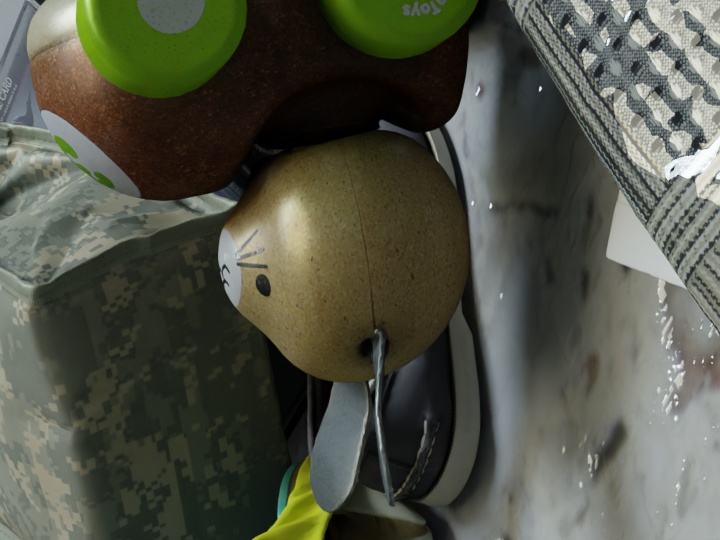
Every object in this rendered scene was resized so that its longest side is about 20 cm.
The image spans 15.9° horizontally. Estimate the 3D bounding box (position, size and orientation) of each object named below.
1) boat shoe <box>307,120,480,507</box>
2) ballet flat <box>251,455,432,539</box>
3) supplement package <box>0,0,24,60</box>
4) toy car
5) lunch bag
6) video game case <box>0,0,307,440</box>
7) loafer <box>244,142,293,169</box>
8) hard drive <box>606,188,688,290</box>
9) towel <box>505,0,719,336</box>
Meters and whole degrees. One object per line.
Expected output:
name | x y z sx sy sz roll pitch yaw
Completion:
boat shoe | 0.000 0.000 1.017 0.073 0.062 0.201 124 147 -45
ballet flat | -0.007 0.114 0.971 0.200 0.067 0.067 -39 -59 -74
supplement package | -0.155 -0.087 1.269 0.200 0.116 0.118 96 171 -60
toy car | -0.025 -0.013 0.902 0.164 0.157 0.201 156 103 -77
lunch bag | -0.121 0.034 1.086 0.200 0.117 0.165 27 133 53
video game case | -0.095 -0.011 1.138 0.200 0.019 0.143 42 133 12
loafer | -0.044 -0.133 1.174 0.071 0.073 0.202 -8 82 59
hard drive | 0.132 -0.090 0.786 0.132 0.027 0.201 -153 73 -67
towel | 0.117 -0.106 0.721 0.200 0.034 0.193 -51 54 36
